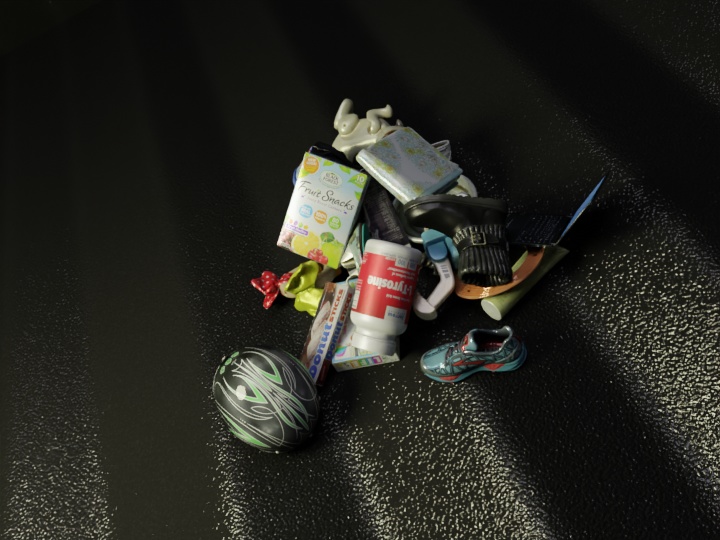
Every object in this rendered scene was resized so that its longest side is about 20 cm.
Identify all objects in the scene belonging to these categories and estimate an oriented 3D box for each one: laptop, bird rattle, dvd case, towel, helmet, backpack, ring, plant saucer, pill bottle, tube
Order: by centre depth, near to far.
[{"bbox_3d":[-0.173,0.239,1.429,0.201,0.201,0.189,-49,32,-18],"label":"helmet"},{"bbox_3d":[0.044,0.051,1.431,0.111,0.112,0.204,12,89,32],"label":"pill bottle"},{"bbox_3d":[0.365,-0.122,1.470,0.197,0.105,0.177,6,24,26],"label":"laptop"},{"bbox_3d":[0.316,0.012,1.474,0.058,0.052,0.200,46,72,-1],"label":"tube"},{"bbox_3d":[0.268,-0.008,1.486,0.198,0.019,0.201,-26,25,13],"label":"ring"},{"bbox_3d":[0.105,-0.211,1.574,0.171,0.049,0.199,40,42,13],"label":"towel"},{"bbox_3d":[0.006,-0.100,1.602,0.147,0.203,0.016,-24,7,13],"label":"dvd case"},{"bbox_3d":[-0.128,0.031,1.647,0.162,0.114,0.199,-32,15,-32],"label":"bird rattle"},{"bbox_3d":[0.162,-0.127,1.654,0.196,0.051,0.203,-14,47,15],"label":"plant saucer"},{"bbox_3d":[-0.059,-0.185,1.693,0.154,0.190,0.201,-44,14,18],"label":"backpack"}]

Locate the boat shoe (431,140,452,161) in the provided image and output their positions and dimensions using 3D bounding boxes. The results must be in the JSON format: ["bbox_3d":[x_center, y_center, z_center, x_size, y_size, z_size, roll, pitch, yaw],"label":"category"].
[{"bbox_3d":[0.116,-0.260,1.700,0.198,0.088,0.075,-13,25,-18],"label":"boat shoe"}]

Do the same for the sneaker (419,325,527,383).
[{"bbox_3d":[0.198,0.140,1.386,0.196,0.096,0.080,-14,47,14],"label":"sneaker"}]

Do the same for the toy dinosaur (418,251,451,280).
[{"bbox_3d":[0.138,-0.015,1.579,0.197,0.048,0.089,-21,33,12],"label":"toy dinosaur"}]

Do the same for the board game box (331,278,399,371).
[{"bbox_3d":[0.012,0.101,1.549,0.132,0.034,0.203,-12,49,16],"label":"board game box"}]

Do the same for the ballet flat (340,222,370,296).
[{"bbox_3d":[0.000,0.000,1.545,0.070,0.069,0.203,-20,67,15],"label":"ballet flat"}]

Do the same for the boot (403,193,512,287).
[{"bbox_3d":[0.179,-0.054,1.410,0.207,0.080,0.161,2,72,7],"label":"boot"}]

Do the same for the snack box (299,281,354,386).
[{"bbox_3d":[-0.072,0.125,1.521,0.071,0.024,0.203,9,77,47],"label":"snack box"}]

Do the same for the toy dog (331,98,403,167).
[{"bbox_3d":[0.032,-0.303,1.805,0.197,0.140,0.195,16,61,32],"label":"toy dog"}]

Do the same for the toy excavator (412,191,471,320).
[{"bbox_3d":[0.168,-0.025,1.488,0.191,0.100,0.203,-21,61,1],"label":"toy excavator"}]

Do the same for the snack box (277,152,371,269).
[{"bbox_3d":[-0.076,-0.123,1.571,0.140,0.053,0.203,21,100,7],"label":"snack box"}]
